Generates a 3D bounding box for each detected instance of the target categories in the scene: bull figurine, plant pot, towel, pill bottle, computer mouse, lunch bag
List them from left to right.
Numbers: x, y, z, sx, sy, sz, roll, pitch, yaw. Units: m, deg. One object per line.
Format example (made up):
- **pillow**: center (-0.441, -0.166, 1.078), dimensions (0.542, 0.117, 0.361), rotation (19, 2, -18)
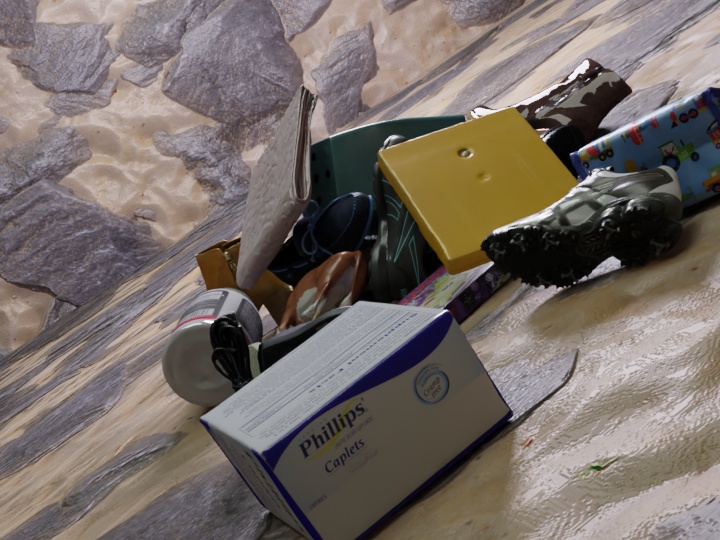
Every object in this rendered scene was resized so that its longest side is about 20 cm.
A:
- **pill bottle**: center (-0.184, 0.088, 1.463), dimensions (0.110, 0.111, 0.200), rotation (-30, 13, 10)
- **towel**: center (-0.104, -0.101, 1.426), dimensions (0.200, 0.032, 0.192), rotation (127, 153, -49)
- **computer mouse**: center (-0.049, 0.089, 1.155), dimensions (0.199, 0.139, 0.053), rotation (-18, 0, 24)
- **bull figurine**: center (-0.053, 0.045, 1.349), dimensions (0.122, 0.065, 0.200), rotation (-65, 8, -32)
- **plant pot**: center (0.025, -0.118, 1.478), dimensions (0.199, 0.142, 0.141), rotation (-5, -5, -34)
- **lunch bag**: center (0.324, -0.123, 1.125), dimensions (0.150, 0.094, 0.200), rotation (-25, 2, 36)

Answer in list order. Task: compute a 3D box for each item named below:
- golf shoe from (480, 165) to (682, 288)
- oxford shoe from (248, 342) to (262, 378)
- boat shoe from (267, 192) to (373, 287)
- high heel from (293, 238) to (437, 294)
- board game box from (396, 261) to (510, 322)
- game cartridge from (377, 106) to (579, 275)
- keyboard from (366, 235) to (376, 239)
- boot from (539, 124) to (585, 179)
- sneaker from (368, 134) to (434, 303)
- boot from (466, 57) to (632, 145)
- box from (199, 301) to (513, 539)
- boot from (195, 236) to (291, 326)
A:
- **golf shoe**: center (0.208, -0.043, 1.056), dimensions (0.199, 0.078, 0.095), rotation (-11, 39, 37)
- **oxford shoe**: center (-0.092, 0.114, 1.280), dimensions (0.058, 0.076, 0.200), rotation (7, -17, -26)
- **boat shoe**: center (-0.054, -0.031, 1.381), dimensions (0.200, 0.068, 0.084), rotation (-47, 32, 44)
- **high heel**: center (0.000, 0.000, 1.424), dimensions (0.199, 0.072, 0.143), rotation (-23, 7, 4)
- **board game box**: center (0.088, 0.030, 1.212), dimensions (0.200, 0.032, 0.120), rotation (-40, 10, -27)
- **game cartridge**: center (0.135, -0.091, 1.242), dimensions (0.176, 0.033, 0.200), rotation (-19, 47, -11)
- **keyboard**: center (-0.005, -0.027, 1.629), dimensions (0.104, 0.040, 0.200), rotation (-29, 14, 21)
- **boot**: center (0.155, -0.112, 1.373), dimensions (0.168, 0.077, 0.200), rotation (13, 50, 46)
- **sneaker**: center (0.057, -0.060, 1.323), dimensions (0.079, 0.201, 0.075), rotation (-2, -11, 18)
- **boot**: center (0.248, -0.215, 1.515), dimensions (0.166, 0.072, 0.200), rotation (-47, 41, 0)
- **box**: center (-0.010, 0.119, 0.928), dimensions (0.184, 0.105, 0.200), rotation (-36, 12, -16)
- **boot**: center (-0.196, 0.040, 1.599), dimensions (0.201, 0.144, 0.071), rotation (-30, 12, 12)
